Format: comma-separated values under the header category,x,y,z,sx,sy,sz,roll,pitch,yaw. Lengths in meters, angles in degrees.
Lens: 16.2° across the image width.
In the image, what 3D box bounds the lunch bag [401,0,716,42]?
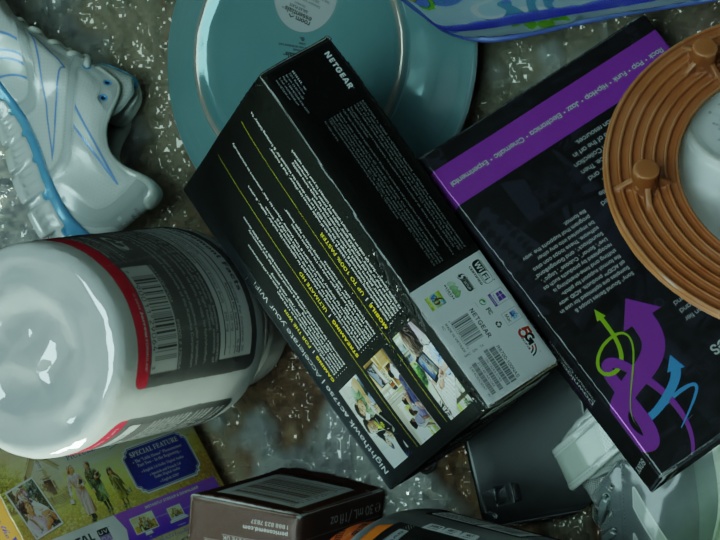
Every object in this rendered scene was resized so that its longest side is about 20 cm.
category,x,y,z,sx,sy,sz,roll,pitch,yaw
lunch bag,0.098,-0.180,1.235,0.200,0.161,0.083,-7,66,28

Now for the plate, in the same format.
category,x,y,z,sx,sy,sz,roll,pitch,yaw
plate,-0.029,-0.117,1.372,0.200,0.026,0.200,0,90,32

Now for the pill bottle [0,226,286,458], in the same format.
category,x,y,z,sx,sy,sz,roll,pitch,yaw
pill bottle,-0.120,0.034,1.343,0.111,0.200,0.111,2,95,27

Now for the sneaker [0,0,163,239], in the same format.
category,x,y,z,sx,sy,sz,roll,pitch,yaw
sneaker,-0.173,-0.104,1.444,0.087,0.075,0.200,-28,78,3

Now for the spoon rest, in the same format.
category,x,y,z,sx,sy,sz,roll,pitch,yaw
spoon rest,0.222,-0.036,1.228,0.200,0.099,0.061,25,150,16

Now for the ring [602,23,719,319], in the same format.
category,x,y,z,sx,sy,sz,roll,pitch,yaw
ring,0.214,-0.051,1.186,0.200,0.200,0.019,30,149,22

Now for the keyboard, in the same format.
category,x,y,z,sx,sy,sz,roll,pitch,yaw
keyboard,0.060,0.039,1.353,0.127,0.021,0.200,-13,87,27

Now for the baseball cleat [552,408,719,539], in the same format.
category,x,y,z,sx,sy,sz,roll,pitch,yaw
baseball cleat,0.140,0.135,1.286,0.106,0.070,0.200,18,92,8

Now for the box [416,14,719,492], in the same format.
category,x,y,z,sx,sy,sz,roll,pitch,yaw
box,0.141,-0.010,1.254,0.143,0.036,0.200,-32,74,-14

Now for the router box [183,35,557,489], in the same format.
category,x,y,z,sx,sy,sz,roll,pitch,yaw
router box,0.000,0.000,1.288,0.200,0.051,0.149,56,153,7

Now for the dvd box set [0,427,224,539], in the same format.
category,x,y,z,sx,sy,sz,roll,pitch,yaw
dvd box set,-0.156,0.098,1.399,0.029,0.146,0.200,-39,77,42

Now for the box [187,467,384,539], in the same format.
category,x,y,z,sx,sy,sz,roll,pitch,yaw
box,-0.046,0.216,1.377,0.075,0.100,0.200,9,99,27

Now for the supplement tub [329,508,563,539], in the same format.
category,x,y,z,sx,sy,sz,roll,pitch,yaw
supplement tub,0.057,0.185,1.254,0.200,0.122,0.123,5,98,58
